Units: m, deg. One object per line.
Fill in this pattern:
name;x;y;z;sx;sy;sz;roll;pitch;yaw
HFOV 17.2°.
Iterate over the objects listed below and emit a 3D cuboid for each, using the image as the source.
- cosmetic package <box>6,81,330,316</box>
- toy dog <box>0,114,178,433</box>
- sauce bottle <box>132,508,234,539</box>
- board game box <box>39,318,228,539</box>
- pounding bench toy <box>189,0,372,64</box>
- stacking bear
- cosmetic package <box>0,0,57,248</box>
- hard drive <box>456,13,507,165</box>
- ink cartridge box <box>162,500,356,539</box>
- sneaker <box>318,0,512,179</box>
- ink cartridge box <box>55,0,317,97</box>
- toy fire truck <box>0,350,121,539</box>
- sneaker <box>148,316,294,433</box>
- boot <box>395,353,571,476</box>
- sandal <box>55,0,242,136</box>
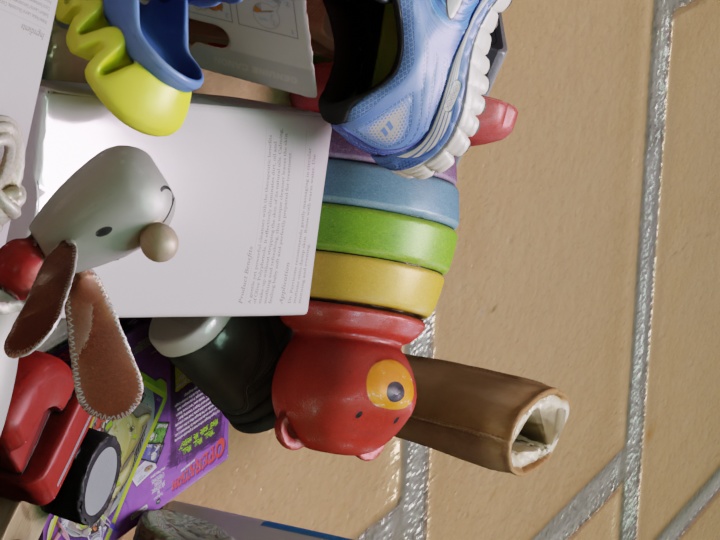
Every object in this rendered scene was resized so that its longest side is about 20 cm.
cosmetic package;-0.112;-0.036;1.173;0.199;0.084;0.109;3;98;-49
toy dog;-0.143;0.045;0.960;0.201;0.096;0.132;-54;155;12
sauce bottle;-0.123;0.237;1.340;0.065;0.064;0.202;-8;118;-64
board game box;-0.131;0.084;1.323;0.200;0.032;0.121;-33;126;-58
pounding bench toy;-0.022;-0.172;1.306;0.200;0.155;0.125;24;78;-65
stacking bear;0.000;0.000;1.281;0.121;0.113;0.202;14;82;-45
cosmetic package;-0.198;-0.086;1.015;0.085;0.107;0.202;21;79;-64
hard drive;0.035;-0.076;1.478;0.140;0.033;0.201;-92;-157;-64
ink cartridge box;-0.032;0.223;1.448;0.200;0.145;0.086;58;47;-56
sneaker;0.031;-0.151;1.170;0.089;0.078;0.202;21;80;-39
ink cartridge box;-0.086;-0.191;1.137;0.047;0.159;0.201;-51;148;-40
toy fire truck;-0.210;0.092;1.072;0.201;0.128;0.177;79;30;-58
sneaker;-0.046;0.011;1.361;0.100;0.070;0.201;59;40;-28
boot;0.036;0.073;1.474;0.175;0.198;0.067;-27;124;-60
sandal;-0.117;-0.162;1.087;0.087;0.201;0.079;-39;169;16
